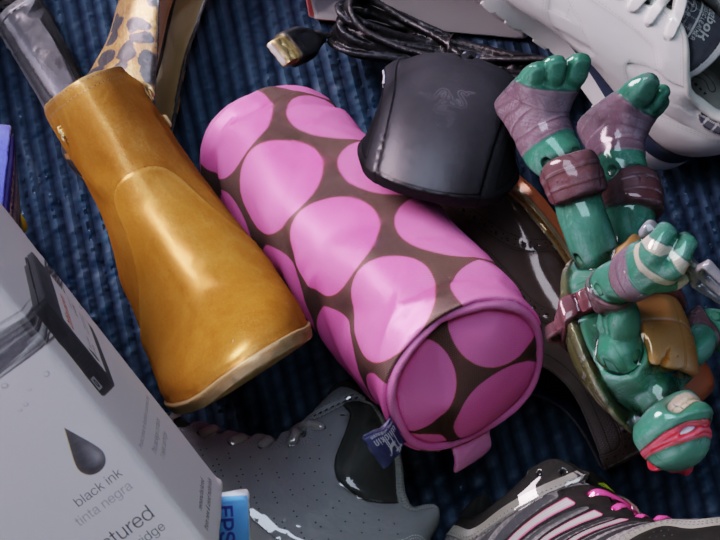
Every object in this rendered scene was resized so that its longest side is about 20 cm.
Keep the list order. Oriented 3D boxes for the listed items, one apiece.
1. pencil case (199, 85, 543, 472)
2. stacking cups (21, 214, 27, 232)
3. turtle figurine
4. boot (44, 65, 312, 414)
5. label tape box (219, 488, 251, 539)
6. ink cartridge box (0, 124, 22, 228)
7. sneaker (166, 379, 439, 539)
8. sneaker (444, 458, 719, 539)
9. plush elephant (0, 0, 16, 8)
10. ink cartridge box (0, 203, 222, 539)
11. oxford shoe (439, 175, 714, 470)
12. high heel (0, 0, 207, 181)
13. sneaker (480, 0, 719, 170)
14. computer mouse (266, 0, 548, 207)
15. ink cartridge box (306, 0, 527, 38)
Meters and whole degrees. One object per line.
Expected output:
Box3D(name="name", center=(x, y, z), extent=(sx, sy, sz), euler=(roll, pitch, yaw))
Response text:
Box3D(name="pencil case", center=(0.000, 0.000, 1.097), extent=(0.091, 0.094, 0.200), euler=(-28, 45, -10))
Box3D(name="stacking cups", center=(-0.238, 0.042, 1.150), extent=(0.060, 0.061, 0.200), euler=(28, 75, 19))
Box3D(name="turtle figurine", center=(0.126, 0.010, 1.023), extent=(0.101, 0.150, 0.200), euler=(-27, 68, 16))
Box3D(name="boot", center=(-0.089, -0.019, 1.059), extent=(0.071, 0.201, 0.144), euler=(-30, 99, -6))
Box3D(name="label tape box", center=(-0.140, 0.161, 1.034), extent=(0.200, 0.066, 0.144), euler=(-3, 97, 3))
Box3D(name="ink cartridge box", center=(-0.215, -0.015, 1.031), extent=(0.136, 0.200, 0.076), euler=(6, 76, -5))
Box3D(name="sneaker", center=(-0.054, 0.086, 1.100), extent=(0.200, 0.075, 0.116), euler=(30, 64, 11))
Box3D(name="sneaker", center=(0.103, 0.118, 1.023), extent=(0.200, 0.074, 0.088), euler=(-17, 43, 42))
Box3D(name="plush elephant", center=(-0.281, -0.174, 1.205), extent=(0.200, 0.165, 0.155), euler=(-26, 74, -39))
Box3D(name="ink cartridge box", center=(-0.169, 0.062, 0.932), extent=(0.145, 0.084, 0.200), euler=(-35, 105, 8))
Box3D(name="oxford shoe", center=(0.068, 0.008, 1.119), extent=(0.073, 0.071, 0.200), euler=(-43, 67, -10))
Box3D(name="high heel", center=(-0.075, -0.129, 1.196), extent=(0.200, 0.071, 0.143), euler=(-38, 58, 6))
Box3D(name="sneaker", center=(0.117, -0.131, 1.120), extent=(0.200, 0.080, 0.076), euler=(42, 67, -20))
Box3D(name="computer mouse", center=(0.020, -0.092, 1.120), extent=(0.140, 0.046, 0.200), euler=(16, 24, 9))
Box3D(name="ink cartridge box", center=(0.043, -0.224, 1.239), extent=(0.116, 0.068, 0.200), euler=(6, 63, 9))
